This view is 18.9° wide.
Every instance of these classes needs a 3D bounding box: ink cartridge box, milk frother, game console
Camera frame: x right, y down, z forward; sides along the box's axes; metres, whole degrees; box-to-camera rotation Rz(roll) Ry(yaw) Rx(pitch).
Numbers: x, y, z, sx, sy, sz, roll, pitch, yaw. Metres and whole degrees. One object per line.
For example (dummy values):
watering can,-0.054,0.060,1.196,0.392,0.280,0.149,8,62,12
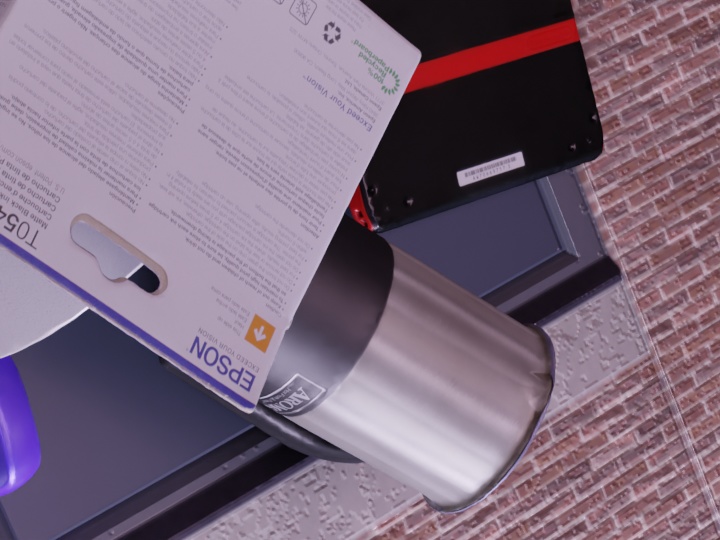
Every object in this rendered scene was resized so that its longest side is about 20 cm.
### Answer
ink cartridge box,-0.086,-0.069,0.966,0.199,0.041,0.200,38,68,-32
milk frother,0.000,0.000,1.182,0.188,0.180,0.200,32,75,-23
game console,0.055,-0.131,1.325,0.200,0.031,0.177,-19,99,-33

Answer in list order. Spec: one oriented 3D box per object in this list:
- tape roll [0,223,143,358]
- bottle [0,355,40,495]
tape roll,-0.166,-0.073,1.063,0.139,0.202,0.203,50,62,-20
bottle,-0.259,0.099,1.067,0.200,0.065,0.084,-20,97,-33
